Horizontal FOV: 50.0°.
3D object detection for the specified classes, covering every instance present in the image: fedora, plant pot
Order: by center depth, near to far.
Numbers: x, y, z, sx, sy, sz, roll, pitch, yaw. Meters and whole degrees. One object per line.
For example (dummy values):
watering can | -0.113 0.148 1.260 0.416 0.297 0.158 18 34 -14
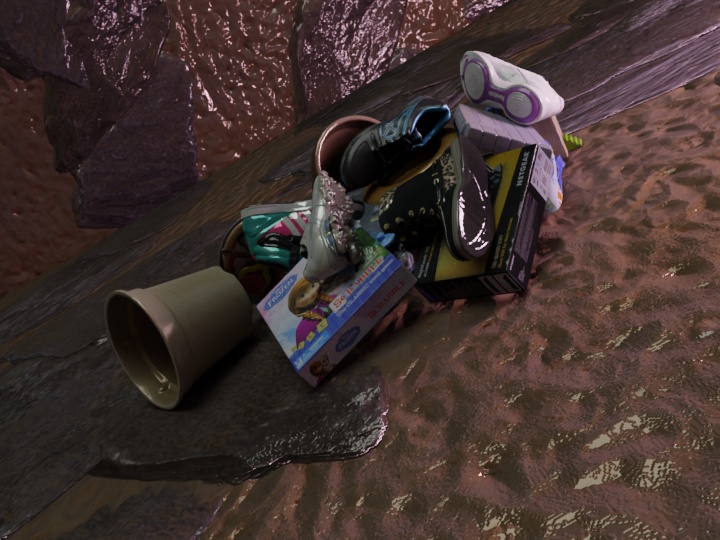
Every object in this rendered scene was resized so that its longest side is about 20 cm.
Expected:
fedora | 0.095 -0.142 1.216 0.199 0.082 0.201 -33 22 15
plant pot | -0.280 0.088 1.246 0.199 0.204 0.182 -7 18 48
plant pot | -0.022 -0.186 1.553 0.199 0.201 0.174 -38 3 -23

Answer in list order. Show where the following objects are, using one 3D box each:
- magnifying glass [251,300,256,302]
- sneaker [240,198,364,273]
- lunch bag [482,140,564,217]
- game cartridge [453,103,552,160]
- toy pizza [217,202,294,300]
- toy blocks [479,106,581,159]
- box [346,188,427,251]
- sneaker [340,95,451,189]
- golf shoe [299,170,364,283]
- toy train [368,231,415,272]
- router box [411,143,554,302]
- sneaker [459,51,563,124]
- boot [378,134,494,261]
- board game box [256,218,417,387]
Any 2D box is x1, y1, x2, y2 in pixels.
magnifying glass | -0.129 0.008 1.455 0.198 0.023 0.080 -27 19 15
sneaker | -0.087 -0.046 1.206 0.196 0.123 0.084 -6 -7 3
lunch bag | 0.237 -0.135 1.194 0.158 0.076 0.201 -20 22 20
game cartridge | 0.204 -0.203 1.147 0.127 0.039 0.201 11 21 -1
toy pizza | -0.143 -0.024 1.308 0.198 0.201 0.032 -30 43 -2
toy blocks | 0.257 -0.233 1.309 0.197 0.138 0.100 -20 21 24
box | 0.046 -0.092 1.334 0.198 0.051 0.160 -17 43 34
sneaker | 0.052 -0.199 1.181 0.200 0.073 0.082 -42 23 -6
golf shoe | -0.058 -0.065 1.111 0.097 0.078 0.202 -37 33 22
toy train | 0.000 0.000 1.196 0.114 0.087 0.199 -48 27 -22
router box | 0.164 -0.061 1.035 0.156 0.052 0.203 -11 51 44
sneaker | 0.239 -0.292 1.240 0.098 0.076 0.200 -15 45 -35
boot | 0.095 -0.068 1.018 0.153 0.073 0.206 -31 38 34
board game box | -0.041 0.034 1.088 0.200 0.041 0.199 -46 34 0
